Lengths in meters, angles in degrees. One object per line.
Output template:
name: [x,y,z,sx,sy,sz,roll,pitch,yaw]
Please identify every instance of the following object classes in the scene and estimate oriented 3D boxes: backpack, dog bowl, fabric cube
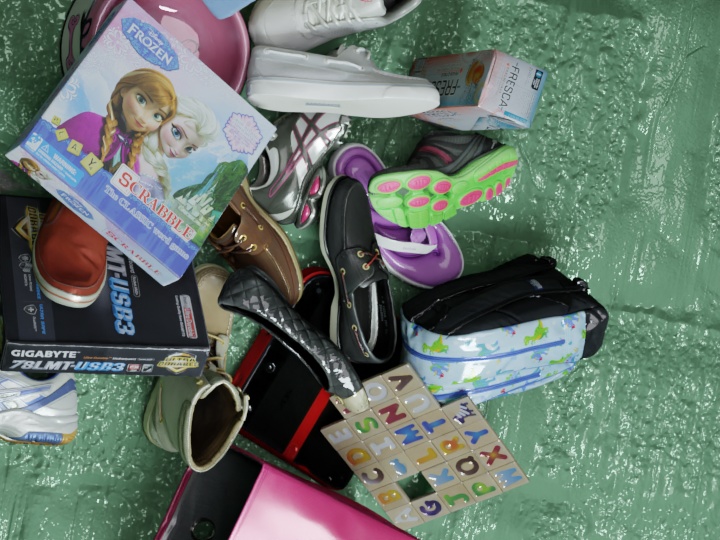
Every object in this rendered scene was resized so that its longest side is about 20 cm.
backpack: [0.137,0.068,1.806,0.199,0.163,0.154,-2,116,-34]
dog bowl: [-0.201,-0.222,1.703,0.199,0.074,0.201,-1,93,-21]
fabric cube: [-0.089,0.306,1.716,0.199,0.200,0.197,27,84,-22]

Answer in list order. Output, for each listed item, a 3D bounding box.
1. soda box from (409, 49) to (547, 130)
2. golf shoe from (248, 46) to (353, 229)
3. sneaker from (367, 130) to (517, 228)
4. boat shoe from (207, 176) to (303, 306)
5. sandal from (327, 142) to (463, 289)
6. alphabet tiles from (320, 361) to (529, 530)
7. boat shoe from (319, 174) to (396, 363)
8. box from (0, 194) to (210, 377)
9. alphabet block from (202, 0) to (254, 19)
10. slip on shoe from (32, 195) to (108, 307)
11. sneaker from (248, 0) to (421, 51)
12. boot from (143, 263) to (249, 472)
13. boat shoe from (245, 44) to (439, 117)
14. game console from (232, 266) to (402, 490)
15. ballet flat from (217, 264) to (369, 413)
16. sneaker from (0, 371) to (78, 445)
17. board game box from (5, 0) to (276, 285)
soda box: [0.115,-0.187,1.759,0.068,0.200,0.064,19,87,-22]
golf shoe: [-0.060,-0.147,1.763,0.088,0.077,0.201,19,87,-16]
sneaker: [0.079,-0.103,1.807,0.199,0.084,0.077,-16,133,-39]
boat shoe: [-0.130,-0.039,1.731,0.201,0.072,0.068,61,31,-14]
sandal: [0.039,-0.052,1.819,0.203,0.050,0.083,45,78,-18]
alphabet tiles: [0.061,0.187,1.793,0.167,0.008,0.200,-24,118,24]
boat shoe: [0.002,-0.001,1.760,0.073,0.063,0.203,-16,105,-46]
box: [-0.259,0.015,1.643,0.197,0.201,0.050,3,136,-20]
alphabet block: [-0.093,-0.402,1.633,0.196,0.196,0.200,52,49,-17]
slip on shoe: [-0.273,-0.045,1.617,0.074,0.061,0.201,14,44,-12]
sneaker: [-0.022,-0.277,1.741,0.199,0.099,0.078,-23,101,-28]
boot: [-0.155,0.097,1.697,0.072,0.155,0.201,17,89,-22]
boat shoe: [-0.018,-0.197,1.709,0.199,0.072,0.069,1,79,-3]
game console: [-0.039,0.115,1.816,0.177,0.031,0.201,35,82,-26]
ballet flat: [-0.068,0.078,1.717,0.200,0.066,0.057,45,68,-11]
sneaker: [-0.379,0.124,1.666,0.199,0.075,0.089,8,79,-28]
board game box: [-0.207,-0.125,1.615,0.200,0.041,0.200,40,61,-20]
